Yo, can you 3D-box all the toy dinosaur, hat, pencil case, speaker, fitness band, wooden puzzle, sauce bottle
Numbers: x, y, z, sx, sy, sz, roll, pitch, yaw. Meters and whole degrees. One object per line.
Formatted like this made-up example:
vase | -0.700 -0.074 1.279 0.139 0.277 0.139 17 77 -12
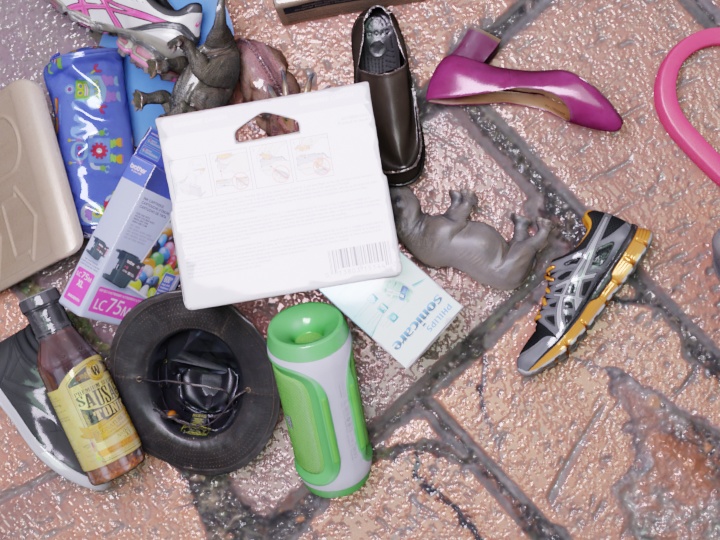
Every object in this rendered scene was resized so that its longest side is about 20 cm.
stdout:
toy dinosaur | -0.088 -0.186 0.936 0.086 0.136 0.200 -41 83 2
hat | -0.164 0.109 0.964 0.200 0.081 0.201 3 104 11
toy dinosaur | -0.158 -0.184 0.900 0.077 0.102 0.200 26 112 36
pencil case | -0.284 -0.134 0.962 0.087 0.078 0.201 -6 95 -22
speaker | -0.038 0.133 0.916 0.088 0.089 0.200 -8 123 2
fitness band | 0.408 -0.170 0.976 0.144 0.037 0.200 -43 87 3
wooden puzzle | -0.371 -0.079 0.963 0.200 0.046 0.186 -20 85 34
sauce bottle | -0.285 0.115 0.922 0.066 0.066 0.200 -25 96 1

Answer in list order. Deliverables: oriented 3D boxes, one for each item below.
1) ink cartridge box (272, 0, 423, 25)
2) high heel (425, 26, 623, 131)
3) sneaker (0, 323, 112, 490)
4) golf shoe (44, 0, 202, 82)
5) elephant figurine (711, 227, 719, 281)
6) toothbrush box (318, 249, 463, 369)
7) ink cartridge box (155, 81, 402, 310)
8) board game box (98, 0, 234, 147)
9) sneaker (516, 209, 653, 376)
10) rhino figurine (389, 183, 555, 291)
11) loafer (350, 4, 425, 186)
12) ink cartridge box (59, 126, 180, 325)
ink cartridge box | -0.025 -0.380 0.971 0.164 0.075 0.200 -11 88 3
high heel | 0.171 -0.173 0.965 0.200 0.067 0.096 31 80 17
sneaker | -0.313 0.136 0.972 0.099 0.071 0.200 -43 84 6
golf shoe | -0.245 -0.278 0.933 0.200 0.073 0.092 33 108 9
elephant figurine | 0.471 -0.010 0.916 0.200 0.155 0.142 -20 66 10
toothbrush box | 0.000 0.000 0.929 0.200 0.146 0.085 43 91 3
ink cartridge box | -0.073 -0.066 0.836 0.200 0.045 0.177 -9 90 2
board game box | -0.206 -0.228 0.981 0.158 0.039 0.200 31 110 19
sneaker | 0.223 0.025 0.964 0.077 0.078 0.200 36 87 15
rhino figurine | 0.098 -0.043 0.970 0.200 0.060 0.088 20 87 3
loafer | 0.022 -0.187 0.960 0.073 0.071 0.200 -12 82 2
ink cartridge box | -0.218 -0.037 0.949 0.042 0.119 0.200 24 88 28
